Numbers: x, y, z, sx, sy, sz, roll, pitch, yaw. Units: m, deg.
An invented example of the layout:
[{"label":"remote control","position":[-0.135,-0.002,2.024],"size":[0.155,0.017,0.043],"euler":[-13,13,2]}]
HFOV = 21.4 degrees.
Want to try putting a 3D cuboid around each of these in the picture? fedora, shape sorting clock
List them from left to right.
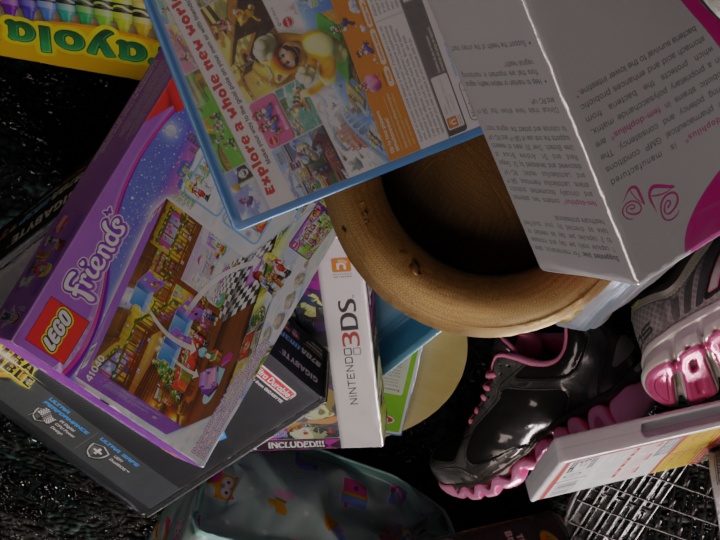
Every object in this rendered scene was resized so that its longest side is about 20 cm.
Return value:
[{"label":"shape sorting clock","position":[-0.027,0.044,1.272],"size":[0.199,0.039,0.201],"euler":[2,128,3]},{"label":"fedora","position":[0.068,-0.062,1.059],"size":[0.199,0.202,0.082],"euler":[13,175,1]}]

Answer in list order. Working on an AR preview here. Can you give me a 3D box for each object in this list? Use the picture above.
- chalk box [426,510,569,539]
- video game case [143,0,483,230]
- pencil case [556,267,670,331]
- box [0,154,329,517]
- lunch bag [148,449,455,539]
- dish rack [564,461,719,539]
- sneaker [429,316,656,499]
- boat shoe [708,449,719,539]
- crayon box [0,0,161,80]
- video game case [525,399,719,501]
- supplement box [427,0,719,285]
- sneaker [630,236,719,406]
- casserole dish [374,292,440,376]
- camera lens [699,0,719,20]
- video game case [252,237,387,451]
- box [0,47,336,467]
[{"label":"chalk box","position":[0.103,0.263,1.376],"size":[0.199,0.125,0.124],"euler":[-4,144,-44]},{"label":"video game case","position":[0.001,-0.123,0.990],"size":[0.199,0.018,0.144],"euler":[-22,106,-3]},{"label":"pencil case","position":[0.171,-0.043,1.085],"size":[0.083,0.091,0.200],"euler":[-7,158,-42]},{"label":"box","position":[-0.141,0.045,1.122],"size":[0.159,0.046,0.200],"euler":[-34,121,26]},{"label":"lunch bag","position":[-0.047,0.214,1.407],"size":[0.199,0.122,0.171],"euler":[15,137,-14]},{"label":"dish rack","position":[0.248,0.171,1.327],"size":[0.199,0.055,0.154],"euler":[19,137,-3]},{"label":"sneaker","position":[0.110,0.082,1.266],"size":[0.200,0.079,0.096],"euler":[-33,100,38]},{"label":"boat shoe","position":[0.267,0.188,1.249],"size":[0.056,0.069,0.201],"euler":[-9,136,10]},{"label":"crayon box","position":[-0.136,-0.186,1.035],"size":[0.199,0.059,0.173],"euler":[10,138,3]},{"label":"video game case","position":[0.208,0.104,1.189],"size":[0.199,0.018,0.143],"euler":[-12,165,-6]},{"label":"supplement box","position":[0.114,-0.106,0.943],"size":[0.103,0.101,0.201],"euler":[7,124,66]},{"label":"sneaker","position":[0.239,-0.006,1.121],"size":[0.199,0.088,0.074],"euler":[-35,138,15]},{"label":"casserole dish","position":[0.000,0.000,1.186],"size":[0.121,0.039,0.200],"euler":[37,123,-22]},{"label":"camera lens","position":[0.228,-0.203,0.839],"size":[0.199,0.161,0.160],"euler":[-20,129,32]},{"label":"video game case","position":[-0.088,0.040,1.171],"size":[0.199,0.036,0.182],"euler":[-2,131,4]},{"label":"box","position":[-0.094,-0.014,1.038],"size":[0.137,0.201,0.039],"euler":[38,165,-30]}]
